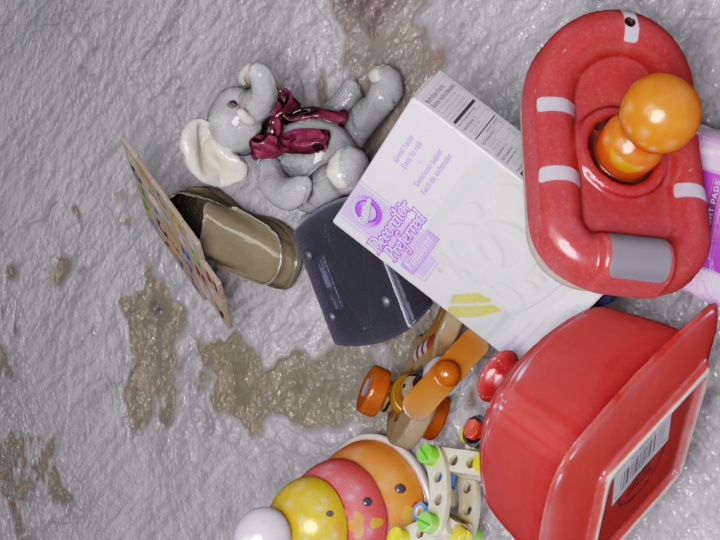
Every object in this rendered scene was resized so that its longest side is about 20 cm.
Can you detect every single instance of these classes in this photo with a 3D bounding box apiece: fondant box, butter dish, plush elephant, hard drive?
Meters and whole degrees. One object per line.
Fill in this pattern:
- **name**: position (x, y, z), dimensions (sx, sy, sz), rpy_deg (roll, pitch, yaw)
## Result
- **fondant box**: position (0.096, -0.035, 0.858), dimensions (0.200, 0.058, 0.145), rpy_deg (38, 133, 3)
- **butter dish**: position (0.150, 0.111, 0.817), dimensions (0.147, 0.200, 0.200), rpy_deg (34, 145, 30)
- **plush elephant**: position (-0.077, -0.137, 1.071), dimensions (0.200, 0.154, 0.165), rpy_deg (-38, 22, 53)
- **hard drive**: position (0.000, 0.000, 1.034), dimensions (0.136, 0.042, 0.200), rpy_deg (69, 159, 0)

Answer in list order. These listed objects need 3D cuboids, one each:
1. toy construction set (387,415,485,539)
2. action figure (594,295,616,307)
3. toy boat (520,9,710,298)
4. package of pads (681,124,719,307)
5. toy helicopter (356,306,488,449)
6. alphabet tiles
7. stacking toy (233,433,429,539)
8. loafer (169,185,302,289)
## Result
- **toy construction set**: position (0.123, 0.198, 0.960), dimensions (0.199, 0.092, 0.132), rpy_deg (5, 71, 34)
- **action figure**: position (0.147, -0.076, 0.904), dimensions (0.192, 0.105, 0.201), rpy_deg (-1, 118, 20)
- **toy boat**: position (0.183, -0.089, 0.745), dimensions (0.131, 0.129, 0.202), rpy_deg (124, 148, -65)
- **package of pads**: position (0.290, -0.026, 0.771), dimensions (0.200, 0.075, 0.121), rpy_deg (32, 115, 59)
- **toy helicopter**: position (0.071, 0.065, 0.992), dimensions (0.132, 0.078, 0.201), rpy_deg (-151, 84, -82)
- **alphabet tiles**: position (-0.200, -0.031, 1.228), dimensions (0.200, 0.008, 0.168), rpy_deg (52, 162, 26)
- **stacking toy**: position (-0.037, 0.238, 1.034), dimensions (0.145, 0.199, 0.147), rpy_deg (3, 95, 42)
- **loafer**: position (-0.142, -0.034, 1.205), dimensions (0.199, 0.067, 0.077), rpy_deg (28, 111, 39)
